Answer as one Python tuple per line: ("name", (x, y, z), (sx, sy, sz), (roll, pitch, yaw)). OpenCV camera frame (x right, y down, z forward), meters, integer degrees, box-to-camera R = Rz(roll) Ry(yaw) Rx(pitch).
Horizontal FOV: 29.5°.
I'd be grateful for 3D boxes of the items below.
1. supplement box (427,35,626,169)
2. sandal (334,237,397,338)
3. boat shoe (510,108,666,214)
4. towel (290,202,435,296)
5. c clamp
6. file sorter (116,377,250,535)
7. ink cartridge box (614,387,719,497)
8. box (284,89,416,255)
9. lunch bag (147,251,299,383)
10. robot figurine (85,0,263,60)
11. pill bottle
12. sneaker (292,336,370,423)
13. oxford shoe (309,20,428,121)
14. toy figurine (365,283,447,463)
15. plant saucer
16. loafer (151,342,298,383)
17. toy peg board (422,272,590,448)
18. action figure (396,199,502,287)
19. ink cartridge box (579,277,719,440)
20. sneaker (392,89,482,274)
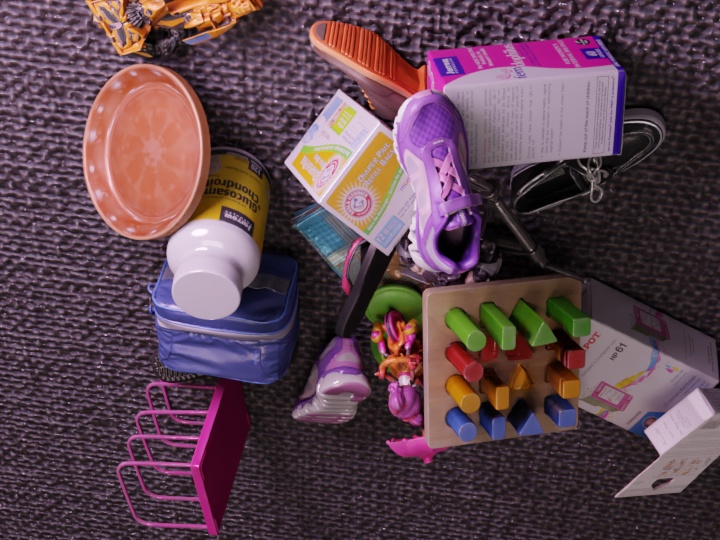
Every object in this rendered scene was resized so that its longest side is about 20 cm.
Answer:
("supplement box", (0.176, -0.181, 1.477), (0.197, 0.102, 0.105), (-7, 122, -6))
("sandal", (0.000, 0.000, 1.696), (0.045, 0.075, 0.201), (37, 128, 16))
("boat shoe", (0.260, -0.121, 1.577), (0.197, 0.069, 0.074), (-19, 126, 23))
("towel", (0.025, -0.027, 1.727), (0.145, 0.022, 0.200), (-25, 123, 28))
("c clamp", (0.164, -0.061, 1.618), (0.170, 0.027, 0.200), (14, 157, 48))
("file sorter", (-0.242, 0.237, 1.880), (0.123, 0.201, 0.140), (1, 131, 12))
("ink cartridge box", (0.425, 0.223, 1.775), (0.176, 0.045, 0.199), (-46, 150, 25))
("box", (0.002, -0.112, 1.519), (0.101, 0.200, 0.113), (36, 95, -21))
("lunch bag", (-0.176, 0.044, 1.743), (0.197, 0.137, 0.134), (7, 131, 4))
("robot figurine", (-0.213, -0.302, 1.499), (0.198, 0.059, 0.146), (-17, 125, 21))
("pill bottle", (-0.169, -0.043, 1.619), (0.110, 0.202, 0.113), (2, 136, 2))
("sneaker", (-0.039, 0.148, 1.847), (0.079, 0.090, 0.200), (4, 156, -18))
("oxford shoe", (0.020, -0.209, 1.538), (0.198, 0.072, 0.073), (29, 133, -16))
("toy figurine", (0.071, 0.147, 1.747), (0.148, 0.186, 0.200), (-20, 132, 22))
("plant saucer", (-0.246, -0.137, 1.589), (0.199, 0.202, 0.032), (-35, 162, 33))
("loafer", (-0.183, 0.101, 1.845), (0.197, 0.071, 0.074), (-3, 112, -7))
("toy peg board", (0.182, 0.121, 1.627), (0.197, 0.098, 0.202), (-6, 108, -13))
("action figure", (0.108, -0.022, 1.633), (0.128, 0.070, 0.200), (3, 164, -1))
("ink cartridge box", (0.337, 0.118, 1.761), (0.198, 0.085, 0.145), (26, 130, -12))
("sneaker", (0.087, -0.083, 1.396), (0.079, 0.089, 0.203), (-14, 113, -11))
